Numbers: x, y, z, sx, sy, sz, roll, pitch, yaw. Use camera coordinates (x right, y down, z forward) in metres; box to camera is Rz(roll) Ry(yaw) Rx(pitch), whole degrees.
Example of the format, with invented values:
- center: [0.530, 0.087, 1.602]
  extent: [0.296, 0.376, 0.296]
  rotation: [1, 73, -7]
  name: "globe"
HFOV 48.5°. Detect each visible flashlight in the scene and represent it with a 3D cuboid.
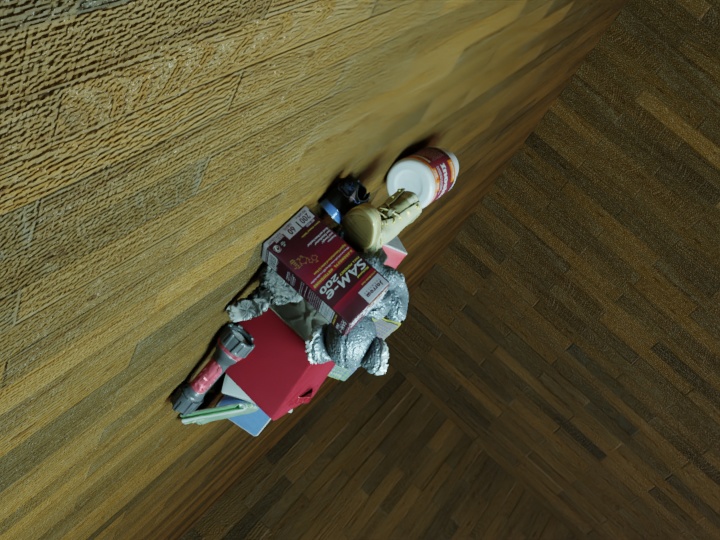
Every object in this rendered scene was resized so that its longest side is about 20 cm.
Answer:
- center: [-0.284, 0.191, 1.512]
  extent: [0.200, 0.067, 0.068]
  rotation: [-48, -146, 12]
  name: "flashlight"

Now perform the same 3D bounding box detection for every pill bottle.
- center: [0.145, -0.209, 1.761]
  extent: [0.113, 0.113, 0.200]
  rotation: [-54, 170, 32]
  name: "pill bottle"

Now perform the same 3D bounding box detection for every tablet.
- center: [-0.249, 0.299, 1.936]
  extent: [0.201, 0.130, 0.014]
  rotation: [-51, -170, 17]
  name: "tablet"

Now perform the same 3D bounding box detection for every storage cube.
- center: [-0.146, 0.153, 1.589]
  extent: [0.181, 0.200, 0.171]
  rotation: [-56, 164, 23]
  name: "storage cube"

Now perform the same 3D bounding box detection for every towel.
- center: [-0.019, 0.159, 1.707]
  extent: [0.200, 0.023, 0.143]
  rotation: [-45, 140, 16]
  name: "towel"
- center: [-0.313, 0.321, 1.791]
  extent: [0.151, 0.024, 0.200]
  rotation: [-12, 168, -3]
  name: "towel"

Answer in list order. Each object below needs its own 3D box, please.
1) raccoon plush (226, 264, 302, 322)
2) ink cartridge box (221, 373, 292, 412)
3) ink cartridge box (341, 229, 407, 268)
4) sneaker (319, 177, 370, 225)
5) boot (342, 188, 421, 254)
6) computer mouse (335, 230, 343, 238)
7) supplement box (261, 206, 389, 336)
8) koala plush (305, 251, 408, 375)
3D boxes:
- center: [-0.153, 0.014, 1.462]
  extent: [0.198, 0.098, 0.134]
  rotation: [-19, -174, 1]
  name: "raccoon plush"
- center: [-0.219, 0.260, 1.798]
  extent: [0.200, 0.143, 0.086]
  rotation: [86, 18, -78]
  name: "ink cartridge box"
- center: [0.000, 0.000, 1.700]
  extent: [0.083, 0.176, 0.201]
  rotation: [18, 120, -37]
  name: "ink cartridge box"
- center: [-0.012, -0.125, 1.488]
  extent: [0.078, 0.070, 0.200]
  rotation: [-44, 171, 8]
  name: "sneaker"
- center: [0.045, -0.099, 1.448]
  extent: [0.155, 0.073, 0.200]
  rotation: [-40, 165, -17]
  name: "boot"
- center: [-0.044, -0.086, 1.646]
  extent: [0.058, 0.034, 0.201]
  rotation: [-11, 142, -41]
  name: "computer mouse"
- center: [-0.060, 0.000, 1.347]
  extent: [0.109, 0.200, 0.061]
  rotation: [-44, 170, -25]
  name: "supplement box"
- center: [-0.012, 0.086, 1.451]
  extent: [0.184, 0.175, 0.202]
  rotation: [84, 20, -69]
  name: "koala plush"
